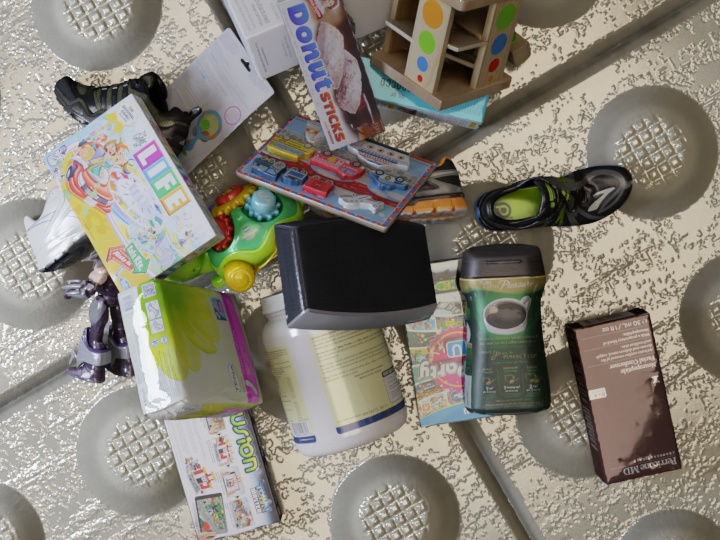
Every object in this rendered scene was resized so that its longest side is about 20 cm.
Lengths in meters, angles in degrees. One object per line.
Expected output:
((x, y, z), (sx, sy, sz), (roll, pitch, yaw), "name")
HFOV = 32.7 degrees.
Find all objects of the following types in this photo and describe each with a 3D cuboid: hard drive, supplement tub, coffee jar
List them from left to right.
((-0.036, 0.112, 1.500), (0.144, 0.145, 0.201), (-17, 92, 1), "supplement tub")
((0.000, 0.000, 1.438), (0.199, 0.042, 0.136), (-1, 78, -33), "hard drive")
((0.172, 0.068, 1.463), (0.104, 0.085, 0.201), (-2, 92, 3), "coffee jar")

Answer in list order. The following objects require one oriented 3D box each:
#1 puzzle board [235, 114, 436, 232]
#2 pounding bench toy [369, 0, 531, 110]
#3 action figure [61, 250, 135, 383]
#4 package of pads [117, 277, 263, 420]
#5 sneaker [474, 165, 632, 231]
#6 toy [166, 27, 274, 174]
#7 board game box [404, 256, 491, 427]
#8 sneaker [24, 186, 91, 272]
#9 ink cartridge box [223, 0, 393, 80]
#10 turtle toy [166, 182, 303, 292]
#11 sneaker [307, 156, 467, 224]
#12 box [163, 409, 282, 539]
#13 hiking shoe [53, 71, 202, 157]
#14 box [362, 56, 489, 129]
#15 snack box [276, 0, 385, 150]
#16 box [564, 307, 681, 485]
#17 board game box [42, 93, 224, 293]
((-0.027, -0.124, 1.478), (0.199, 0.151, 0.017), (22, 133, 16), "puzzle board")
((0.134, -0.306, 1.447), (0.124, 0.200, 0.156), (40, 135, 32), "pounding bench toy")
((-0.313, 0.037, 1.515), (0.069, 0.130, 0.201), (19, 109, 34), "action figure")
((-0.198, 0.099, 1.448), (0.068, 0.200, 0.155), (-20, 76, 20), "package of pads")
((0.241, -0.085, 1.520), (0.199, 0.083, 0.071), (-10, 92, 1), "sneaker")
((-0.199, -0.191, 1.534), (0.200, 0.047, 0.115), (-40, 68, 12), "toy")
((0.131, 0.084, 1.538), (0.147, 0.064, 0.201), (-9, 92, 2), "board game box")
((-0.343, -0.079, 1.520), (0.200, 0.074, 0.087), (-35, 82, 17), "sneaker")
((-0.062, -0.341, 1.479), (0.199, 0.084, 0.145), (-24, 59, -3), "ink cartridge box")
((-0.154, -0.042, 1.490), (0.200, 0.146, 0.101), (-33, 108, 2), "turtle toy")
((0.032, -0.098, 1.533), (0.199, 0.078, 0.078), (-2, 78, -2), "sneaker")
((-0.179, 0.236, 1.562), (0.110, 0.035, 0.201), (-15, 92, 1), "box")
((-0.286, -0.203, 1.518), (0.200, 0.076, 0.101), (30, 86, 19), "hiking shoe")
((0.057, -0.223, 1.518), (0.199, 0.082, 0.049), (13, 91, 0), "box")
((-0.033, -0.238, 1.435), (0.072, 0.024, 0.201), (-19, 124, 2), "snack box")
((0.326, 0.156, 1.534), (0.100, 0.075, 0.201), (-13, 94, 1), "box")
((-0.267, -0.086, 1.439), (0.134, 0.034, 0.200), (-34, 80, 7), "board game box")
